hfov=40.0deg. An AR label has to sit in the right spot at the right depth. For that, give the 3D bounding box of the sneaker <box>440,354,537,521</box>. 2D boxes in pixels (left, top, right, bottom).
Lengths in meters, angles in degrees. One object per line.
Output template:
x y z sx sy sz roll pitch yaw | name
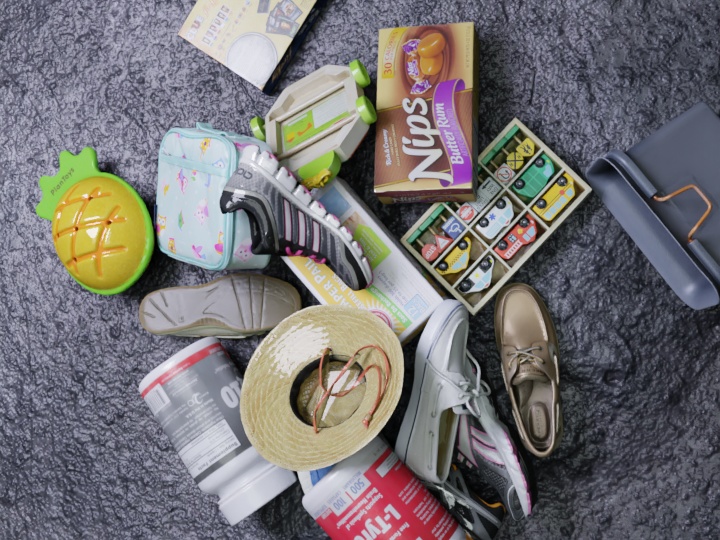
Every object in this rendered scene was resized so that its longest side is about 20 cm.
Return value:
0.135 0.199 1.151 0.086 0.080 0.202 -29 71 15 | sneaker

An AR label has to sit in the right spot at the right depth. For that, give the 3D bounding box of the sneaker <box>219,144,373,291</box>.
-0.073 -0.037 1.059 0.200 0.074 0.088 44 80 -16 | sneaker

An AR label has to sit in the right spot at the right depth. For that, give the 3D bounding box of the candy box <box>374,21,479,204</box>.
0.078 -0.181 1.153 0.115 0.056 0.202 0 77 14 | candy box

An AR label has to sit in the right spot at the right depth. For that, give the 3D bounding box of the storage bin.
0.367 -0.081 1.081 0.134 0.146 0.201 -38 83 -2 | storage bin

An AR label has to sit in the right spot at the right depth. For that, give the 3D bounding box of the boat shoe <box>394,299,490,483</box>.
0.101 0.138 1.087 0.086 0.074 0.204 18 95 36 | boat shoe

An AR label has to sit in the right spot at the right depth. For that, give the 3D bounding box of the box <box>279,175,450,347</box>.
0.000 0.000 1.159 0.112 0.101 0.200 -43 82 6 | box

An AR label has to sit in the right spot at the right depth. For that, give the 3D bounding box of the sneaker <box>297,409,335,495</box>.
-0.046 0.180 1.172 0.089 0.078 0.202 -26 92 26 | sneaker

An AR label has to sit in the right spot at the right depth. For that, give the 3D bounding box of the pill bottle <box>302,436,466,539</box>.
0.041 0.284 1.067 0.112 0.112 0.200 -45 83 7 | pill bottle

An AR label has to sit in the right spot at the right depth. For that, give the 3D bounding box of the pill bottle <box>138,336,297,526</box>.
-0.167 0.191 1.182 0.113 0.114 0.201 -35 84 8 | pill bottle

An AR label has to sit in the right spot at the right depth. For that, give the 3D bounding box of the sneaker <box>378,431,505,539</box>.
0.083 0.253 1.162 0.200 0.078 0.077 41 71 12 | sneaker

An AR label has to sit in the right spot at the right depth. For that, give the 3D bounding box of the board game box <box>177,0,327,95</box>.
-0.118 -0.339 1.222 0.135 0.035 0.201 34 95 9 | board game box

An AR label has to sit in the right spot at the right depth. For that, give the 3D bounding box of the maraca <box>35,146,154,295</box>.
-0.330 -0.061 1.223 0.137 0.107 0.200 -45 71 11 | maraca

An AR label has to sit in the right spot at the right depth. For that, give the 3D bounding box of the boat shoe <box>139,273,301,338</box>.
-0.169 0.050 1.220 0.198 0.063 0.074 -8 75 4 | boat shoe

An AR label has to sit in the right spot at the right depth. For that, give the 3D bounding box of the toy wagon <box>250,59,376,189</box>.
-0.053 -0.157 1.145 0.154 0.040 0.201 -26 45 18 | toy wagon

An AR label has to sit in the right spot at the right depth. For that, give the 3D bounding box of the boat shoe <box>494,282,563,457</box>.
0.198 0.112 1.138 0.070 0.064 0.202 -13 85 10 | boat shoe

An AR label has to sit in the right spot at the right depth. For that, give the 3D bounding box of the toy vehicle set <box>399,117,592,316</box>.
0.157 -0.062 1.158 0.124 0.027 0.200 44 92 11 | toy vehicle set

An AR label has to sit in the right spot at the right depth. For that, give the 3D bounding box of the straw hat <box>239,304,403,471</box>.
-0.027 0.140 1.090 0.199 0.085 0.203 -13 60 23 | straw hat

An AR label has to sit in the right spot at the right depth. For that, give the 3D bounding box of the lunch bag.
-0.175 -0.089 1.154 0.199 0.076 0.162 17 107 52 | lunch bag
